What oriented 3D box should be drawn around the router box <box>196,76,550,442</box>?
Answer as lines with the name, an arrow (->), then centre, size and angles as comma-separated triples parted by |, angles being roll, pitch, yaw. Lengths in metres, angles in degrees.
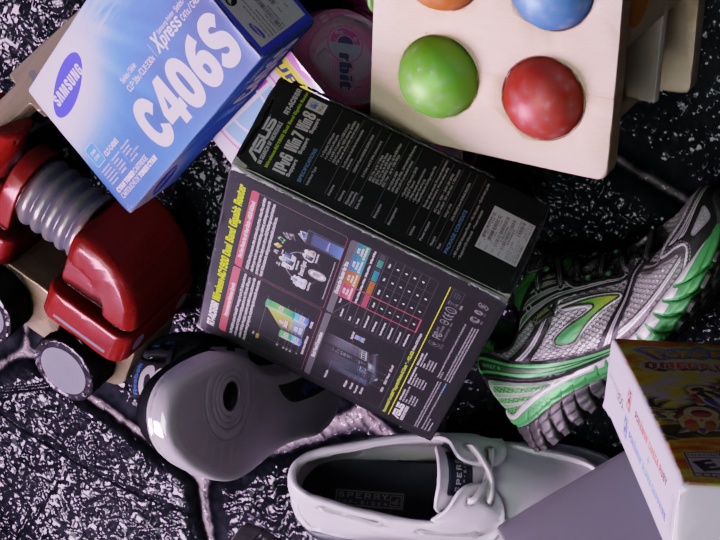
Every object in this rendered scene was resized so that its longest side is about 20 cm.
router box -> 0.000, 0.000, 0.995 | 0.149, 0.062, 0.200 | 26, 153, 2

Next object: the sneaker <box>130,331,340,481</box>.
sneaker -> -0.102, 0.076, 1.122 | 0.112, 0.200, 0.073 | 6, 93, 26

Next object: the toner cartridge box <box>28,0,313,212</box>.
toner cartridge box -> -0.107, -0.114, 1.026 | 0.095, 0.043, 0.200 | 51, 146, 1

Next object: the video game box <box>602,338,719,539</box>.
video game box -> 0.229, 0.086, 0.904 | 0.199, 0.182, 0.047 | 3, 106, -4

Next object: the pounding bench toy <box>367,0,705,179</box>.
pounding bench toy -> 0.055, -0.142, 0.950 | 0.199, 0.156, 0.125 | 14, 120, 24

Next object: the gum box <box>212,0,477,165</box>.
gum box -> -0.034, -0.102, 1.056 | 0.200, 0.066, 0.113 | 52, 147, -3

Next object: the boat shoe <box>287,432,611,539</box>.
boat shoe -> 0.056, 0.129, 1.099 | 0.199, 0.074, 0.065 | -6, 155, 7

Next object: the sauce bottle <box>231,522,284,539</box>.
sauce bottle -> 0.014, 0.200, 1.096 | 0.199, 0.066, 0.066 | 17, 121, 19

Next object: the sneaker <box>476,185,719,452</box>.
sneaker -> 0.130, 0.018, 1.036 | 0.085, 0.078, 0.200 | 47, 127, 3

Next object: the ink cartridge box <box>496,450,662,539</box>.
ink cartridge box -> 0.191, 0.204, 1.005 | 0.144, 0.145, 0.200 | -31, 107, 0

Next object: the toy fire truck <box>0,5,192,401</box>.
toy fire truck -> -0.173, -0.053, 1.162 | 0.176, 0.129, 0.200 | 35, 136, 10
